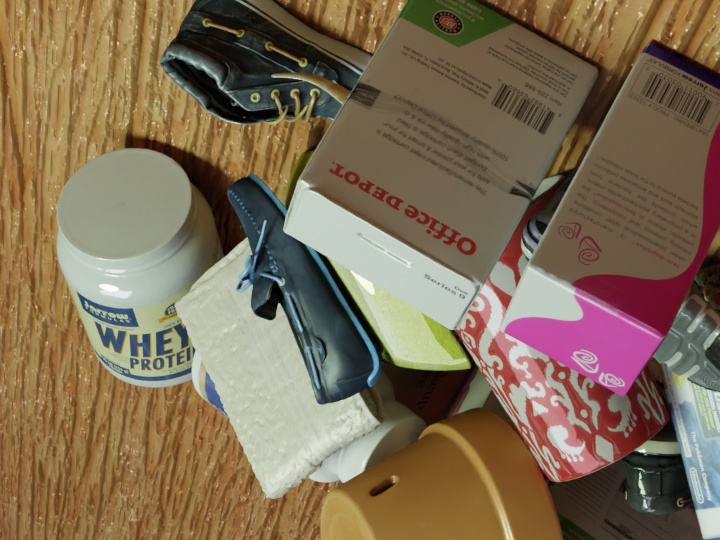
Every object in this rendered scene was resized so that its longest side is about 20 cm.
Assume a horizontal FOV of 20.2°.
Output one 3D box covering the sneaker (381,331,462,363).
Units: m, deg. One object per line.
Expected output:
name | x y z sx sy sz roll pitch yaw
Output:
sneaker | -0.003 0.024 1.767 0.199 0.079 0.080 14 153 32

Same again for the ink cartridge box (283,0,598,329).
ink cartridge box | 0.055 -0.083 1.410 0.145 0.201 0.084 30 153 3

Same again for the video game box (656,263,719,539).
video game box | 0.304 0.087 1.469 0.182 0.047 0.202 -17 86 45

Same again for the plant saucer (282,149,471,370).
plant saucer | 0.000 0.000 1.615 0.200 0.048 0.200 57 175 -6

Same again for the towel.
towel | -0.068 0.072 1.657 0.132 0.034 0.201 -38 67 29

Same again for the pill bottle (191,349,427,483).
pill bottle | -0.041 0.110 1.723 0.199 0.111 0.111 33 157 33

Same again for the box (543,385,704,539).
box | 0.223 0.191 1.683 0.144 0.201 0.036 36 151 -8

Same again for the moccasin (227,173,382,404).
moccasin | -0.058 0.013 1.582 0.201 0.068 0.081 57 175 24

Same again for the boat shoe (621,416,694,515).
boat shoe | 0.258 0.151 1.622 0.073 0.064 0.201 3 -173 25

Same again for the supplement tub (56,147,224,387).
supplement tub | -0.195 -0.002 1.842 0.144 0.145 0.201 20 150 20

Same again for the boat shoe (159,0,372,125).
boat shoe | -0.054 -0.137 1.547 0.199 0.091 0.071 31 152 0

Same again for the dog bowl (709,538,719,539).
dog bowl | 0.248 0.201 1.835 0.199 0.050 0.112 7 144 37

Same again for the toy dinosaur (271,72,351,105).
toy dinosaur | 0.028 -0.097 1.479 0.200 0.101 0.058 53 140 20

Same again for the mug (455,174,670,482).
mug | 0.153 0.039 1.548 0.133 0.177 0.201 -26 96 35

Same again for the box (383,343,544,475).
box | 0.092 0.124 1.780 0.199 0.128 0.109 -10 130 50

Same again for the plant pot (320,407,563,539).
plant pot | 0.057 0.222 1.599 0.200 0.139 0.202 167 90 -69

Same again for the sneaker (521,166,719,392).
sneaker | 0.222 -0.008 1.454 0.199 0.116 0.075 36 148 -1

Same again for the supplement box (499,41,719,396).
supplement box | 0.185 -0.034 1.361 0.101 0.201 0.104 28 152 5
